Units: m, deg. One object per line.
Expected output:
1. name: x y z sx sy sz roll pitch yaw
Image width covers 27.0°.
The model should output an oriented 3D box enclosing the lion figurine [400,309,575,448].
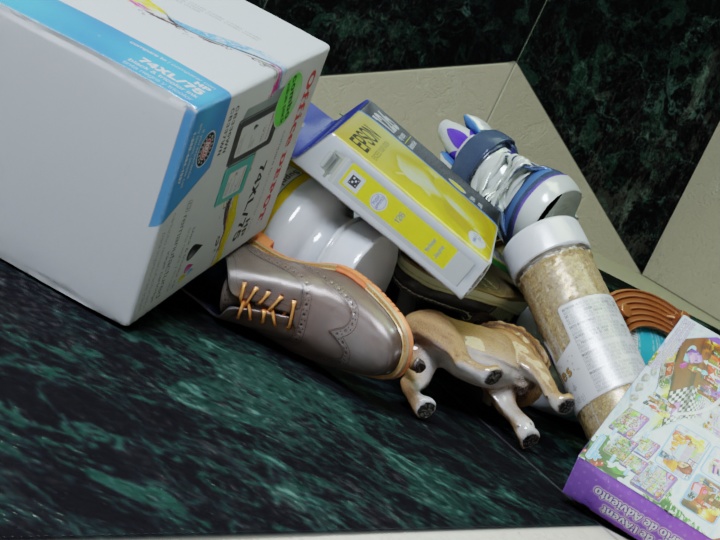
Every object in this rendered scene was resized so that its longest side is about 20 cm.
1. lion figurine: 0.080 0.064 1.103 0.199 0.073 0.123 30 18 -43

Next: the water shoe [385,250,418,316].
1. water shoe: 0.000 0.000 1.291 0.078 0.072 0.200 20 8 -15

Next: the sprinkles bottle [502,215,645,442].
1. sprinkles bottle: 0.176 0.057 1.153 0.068 0.068 0.202 16 45 -52

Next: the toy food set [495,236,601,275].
1. toy food set: 0.116 -0.029 1.413 0.142 0.061 0.201 -18 43 -15

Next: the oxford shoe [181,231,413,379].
1. oxford shoe: -0.056 0.025 1.008 0.198 0.072 0.073 24 23 29

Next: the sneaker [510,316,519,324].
1. sneaker: 0.151 0.052 1.420 0.198 0.081 0.115 30 6 11

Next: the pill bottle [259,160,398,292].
1. pill bottle: -0.074 -0.035 1.121 0.199 0.112 0.111 30 9 21

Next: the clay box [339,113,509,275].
1. clay box: 0.046 -0.056 1.333 0.114 0.048 0.200 31 14 -43

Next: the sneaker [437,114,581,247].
1. sneaker: 0.114 -0.078 1.293 0.146 0.081 0.200 41 3 11

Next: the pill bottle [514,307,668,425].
1. pill bottle: 0.232 0.091 1.320 0.199 0.112 0.111 22 9 -35

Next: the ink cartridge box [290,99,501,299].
1. ink cartridge box: 0.018 -0.076 1.130 0.200 0.047 0.198 41 16 -3

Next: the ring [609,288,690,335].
1. ring: 0.262 0.103 1.236 0.199 0.019 0.202 26 47 -31

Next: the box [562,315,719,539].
1. box: 0.242 0.124 1.040 0.136 0.039 0.200 31 40 17

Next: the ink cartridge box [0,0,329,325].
1. ink cartridge box: -0.137 -0.090 0.938 0.145 0.148 0.200 27 26 11

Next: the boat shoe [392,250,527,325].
1. boat shoe: 0.078 0.026 1.193 0.073 0.065 0.199 38 12 29

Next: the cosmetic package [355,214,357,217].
1. cosmetic package: 0.075 -0.011 1.586 0.112 0.082 0.199 33 9 37
